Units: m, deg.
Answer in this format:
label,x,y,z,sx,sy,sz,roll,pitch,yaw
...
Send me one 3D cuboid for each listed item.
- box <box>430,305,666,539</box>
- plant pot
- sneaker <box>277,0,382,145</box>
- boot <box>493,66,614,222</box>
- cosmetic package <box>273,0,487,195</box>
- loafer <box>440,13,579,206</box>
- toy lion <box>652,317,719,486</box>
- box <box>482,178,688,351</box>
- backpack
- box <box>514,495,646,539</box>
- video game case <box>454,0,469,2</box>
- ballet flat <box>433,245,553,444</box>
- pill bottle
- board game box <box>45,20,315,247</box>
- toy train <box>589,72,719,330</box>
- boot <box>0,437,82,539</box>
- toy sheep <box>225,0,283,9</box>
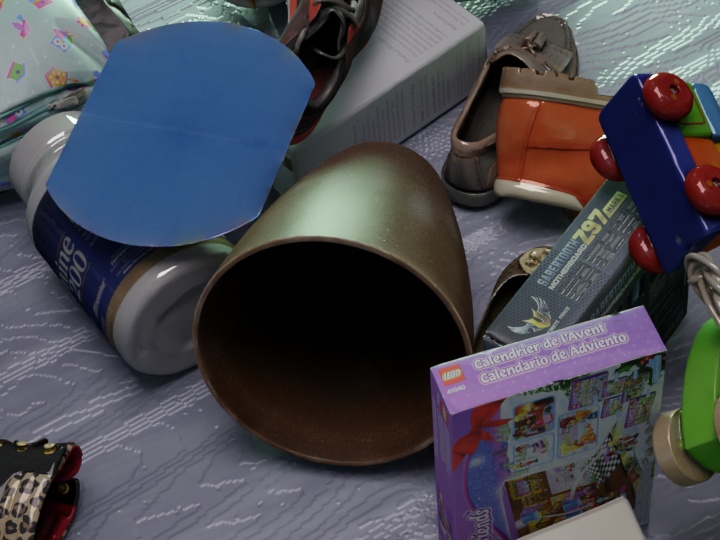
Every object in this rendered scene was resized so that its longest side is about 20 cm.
label,x,y,z,sx,sy,sz,roll,pitch,yaw
box,0.115,0.112,1.277,0.137,0.200,0.039,-16,53,-9
plant pot,0.000,0.000,1.416,0.187,0.187,0.200,5,35,10
sneaker,-0.018,-0.184,1.503,0.077,0.082,0.200,24,70,-15
boot,0.193,-0.083,1.529,0.200,0.075,0.107,9,91,-12
cosmetic package,-0.005,-0.144,1.594,0.200,0.074,0.102,-35,56,-20
loafer,0.119,-0.136,1.579,0.072,0.063,0.200,16,53,19
toy lion,0.283,0.091,1.302,0.069,0.200,0.192,-25,34,42
box,0.154,0.035,1.368,0.051,0.158,0.200,25,57,24
backpack,-0.265,-0.144,1.582,0.200,0.127,0.167,-28,56,-14
box,0.085,0.215,1.265,0.200,0.068,0.082,-18,74,-12
video game case,0.054,-0.267,1.611,0.182,0.200,0.022,-8,65,-2
ballet flat,0.103,0.052,1.431,0.067,0.046,0.200,19,54,19
pill bottle,-0.173,-0.026,1.481,0.111,0.111,0.200,-29,53,-19
board game box,-0.121,-0.087,1.438,0.158,0.039,0.200,11,58,17
toy train,0.235,-0.031,1.290,0.116,0.085,0.200,-4,60,-30
boot,-0.261,0.117,1.391,0.151,0.073,0.200,8,55,14
toy sheep,-0.078,-0.290,1.688,0.138,0.138,0.200,5,37,10
